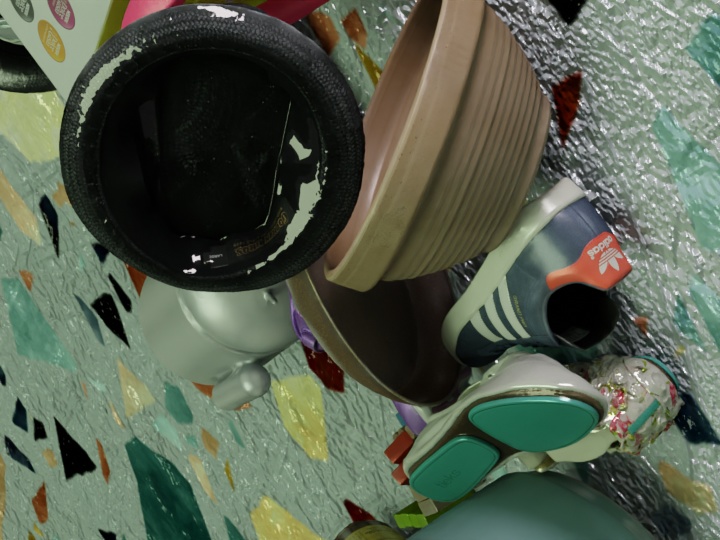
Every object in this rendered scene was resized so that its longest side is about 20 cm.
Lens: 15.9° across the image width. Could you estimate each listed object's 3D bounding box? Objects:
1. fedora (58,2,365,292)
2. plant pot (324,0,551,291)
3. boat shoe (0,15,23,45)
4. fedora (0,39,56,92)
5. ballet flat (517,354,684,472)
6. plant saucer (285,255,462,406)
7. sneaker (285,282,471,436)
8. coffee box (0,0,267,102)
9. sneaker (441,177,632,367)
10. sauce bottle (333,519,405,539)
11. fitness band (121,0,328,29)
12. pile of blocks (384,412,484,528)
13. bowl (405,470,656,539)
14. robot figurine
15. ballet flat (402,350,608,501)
[{"bbox_3d":[-0.085,-0.087,1.547,0.092,0.200,0.201,-83,-13,-55],"label":"fedora"},{"bbox_3d":[0.055,-0.074,1.560,0.093,0.201,0.201,20,150,-7],"label":"plant pot"},{"bbox_3d":[-0.187,-0.214,1.799,0.201,0.071,0.070,-25,78,22],"label":"boat shoe"},{"bbox_3d":[-0.240,-0.217,1.929,0.201,0.200,0.092,53,-179,16],"label":"fedora"},{"bbox_3d":[0.130,0.096,1.655,0.076,0.064,0.200,43,155,-11],"label":"ballet flat"},{"bbox_3d":[0.000,0.000,1.674,0.032,0.200,0.200,-26,93,26],"label":"plant saucer"},{"bbox_3d":[0.001,0.035,1.783,0.088,0.080,0.200,-39,74,28],"label":"sneaker"},{"bbox_3d":[-0.139,-0.261,1.643,0.198,0.200,0.200,53,151,14],"label":"coffee box"},{"bbox_3d":[0.113,0.026,1.622,0.085,0.075,0.200,47,154,12],"label":"sneaker"},{"bbox_3d":[0.035,0.244,1.911,0.200,0.065,0.065,-141,31,-66],"label":"sauce bottle"},{"bbox_3d":[-0.068,-0.177,1.602,0.037,0.200,0.144,52,131,16],"label":"fitness band"},{"bbox_3d":[0.042,0.141,1.856,0.082,0.062,0.200,25,135,48],"label":"pile of blocks"},{"bbox_3d":[0.129,0.206,1.688,0.201,0.105,0.201,34,161,13],"label":"bowl"},{"bbox_3d":[-0.095,0.017,1.915,0.200,0.113,0.170,144,120,-63],"label":"robot figurine"},{"bbox_3d":[0.090,0.086,1.622,0.070,0.069,0.200,59,144,4],"label":"ballet flat"}]
